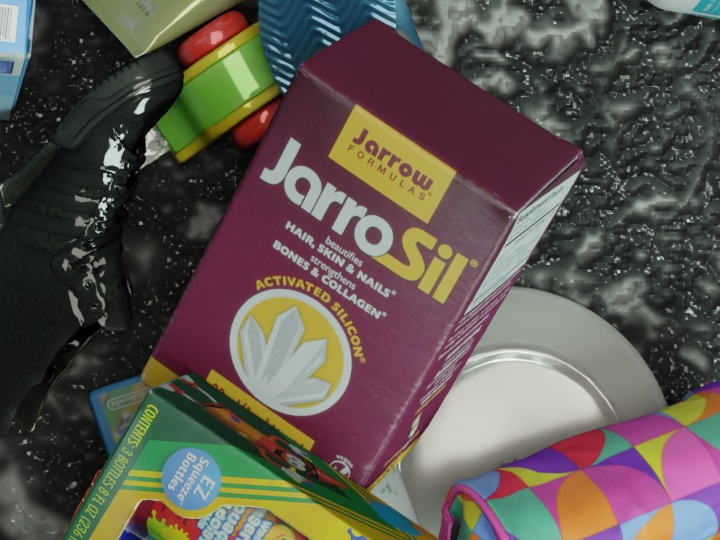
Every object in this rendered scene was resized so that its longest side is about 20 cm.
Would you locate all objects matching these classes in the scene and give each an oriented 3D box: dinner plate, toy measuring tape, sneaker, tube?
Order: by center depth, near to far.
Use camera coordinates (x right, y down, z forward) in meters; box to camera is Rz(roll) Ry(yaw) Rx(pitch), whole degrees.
[{"bbox_3d":[-0.141,-0.012,1.199,0.200,0.060,0.104,-40,83,17],"label":"sneaker"},{"bbox_3d":[0.002,-0.104,1.223,0.076,0.081,0.201,-11,114,16],"label":"sneaker"},{"bbox_3d":[-0.095,-0.080,1.234,0.200,0.074,0.074,-35,93,-11],"label":"toy measuring tape"},{"bbox_3d":[-0.052,-0.179,1.256,0.199,0.058,0.052,-31,92,-12],"label":"tube"},{"bbox_3d":[0.081,0.108,1.278,0.199,0.024,0.201,1,87,-10],"label":"dinner plate"}]

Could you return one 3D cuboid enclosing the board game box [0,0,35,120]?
[{"bbox_3d":[-0.261,-0.125,1.142,0.199,0.196,0.056,6,84,-11],"label":"board game box"}]

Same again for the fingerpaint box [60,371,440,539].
[{"bbox_3d":[-0.074,0.180,1.125,0.166,0.073,0.201,34,101,9],"label":"fingerpaint box"}]

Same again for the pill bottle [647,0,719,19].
[{"bbox_3d":[0.221,-0.190,1.281,0.199,0.111,0.111,8,84,-11],"label":"pill bottle"}]

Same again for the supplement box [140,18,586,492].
[{"bbox_3d":[0.000,0.000,1.157,0.131,0.103,0.201,34,118,10],"label":"supplement box"}]

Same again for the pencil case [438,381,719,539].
[{"bbox_3d":[0.132,0.121,1.225,0.199,0.088,0.089,-18,89,-33],"label":"pencil case"}]

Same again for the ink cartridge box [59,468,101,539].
[{"bbox_3d":[-0.088,0.221,1.226,0.199,0.050,0.161,31,81,-9],"label":"ink cartridge box"}]

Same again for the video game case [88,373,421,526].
[{"bbox_3d":[-0.044,0.133,1.223,0.142,0.018,0.201,-18,71,-12],"label":"video game case"}]
